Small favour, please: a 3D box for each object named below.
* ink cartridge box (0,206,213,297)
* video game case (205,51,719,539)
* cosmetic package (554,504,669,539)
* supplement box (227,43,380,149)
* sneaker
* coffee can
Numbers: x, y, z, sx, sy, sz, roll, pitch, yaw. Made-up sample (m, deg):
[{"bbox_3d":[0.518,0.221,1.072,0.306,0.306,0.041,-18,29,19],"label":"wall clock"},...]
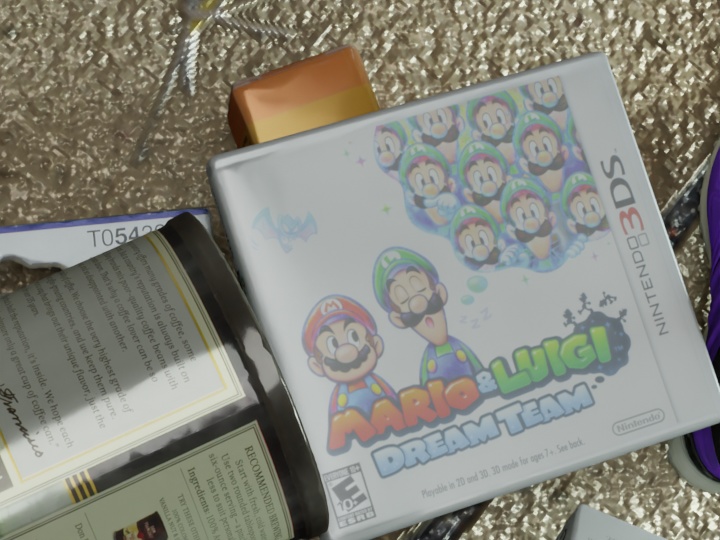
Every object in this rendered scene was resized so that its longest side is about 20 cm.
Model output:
[{"bbox_3d":[-0.153,0.081,0.840,0.195,0.043,0.202,-5,78,-8],"label":"ink cartridge box"},{"bbox_3d":[0.049,0.010,0.827,0.199,0.024,0.183,-16,83,-14],"label":"video game case"},{"bbox_3d":[0.111,0.213,0.788,0.101,0.071,0.201,23,46,-2],"label":"cosmetic package"},{"bbox_3d":[0.000,0.000,0.865,0.066,0.069,0.201,-19,81,-11],"label":"supplement box"},{"bbox_3d":[0.205,0.007,0.875,0.069,0.100,0.202,11,79,-8],"label":"sneaker"},{"bbox_3d":[-0.132,0.082,0.747,0.199,0.146,0.147,-24,84,-11],"label":"coffee can"}]
